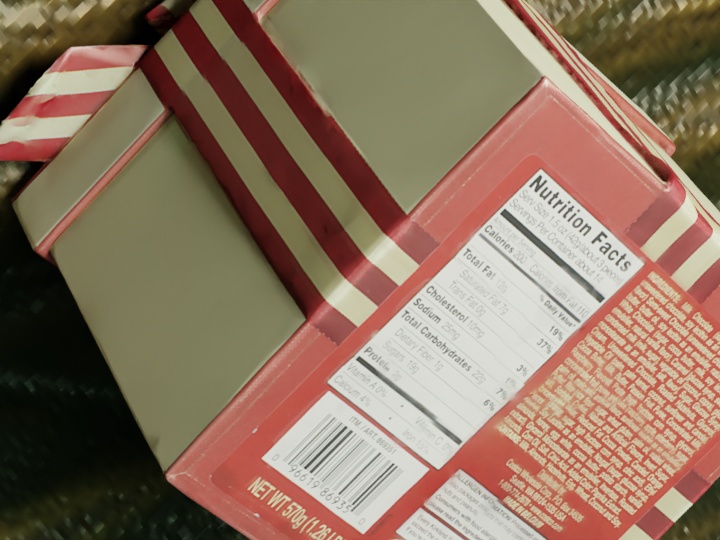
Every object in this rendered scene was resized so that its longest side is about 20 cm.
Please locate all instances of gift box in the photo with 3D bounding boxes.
[{"bbox_3d":[0.000,0.000,0.888,0.200,0.187,0.185,-41,127,7],"label":"gift box"}]
